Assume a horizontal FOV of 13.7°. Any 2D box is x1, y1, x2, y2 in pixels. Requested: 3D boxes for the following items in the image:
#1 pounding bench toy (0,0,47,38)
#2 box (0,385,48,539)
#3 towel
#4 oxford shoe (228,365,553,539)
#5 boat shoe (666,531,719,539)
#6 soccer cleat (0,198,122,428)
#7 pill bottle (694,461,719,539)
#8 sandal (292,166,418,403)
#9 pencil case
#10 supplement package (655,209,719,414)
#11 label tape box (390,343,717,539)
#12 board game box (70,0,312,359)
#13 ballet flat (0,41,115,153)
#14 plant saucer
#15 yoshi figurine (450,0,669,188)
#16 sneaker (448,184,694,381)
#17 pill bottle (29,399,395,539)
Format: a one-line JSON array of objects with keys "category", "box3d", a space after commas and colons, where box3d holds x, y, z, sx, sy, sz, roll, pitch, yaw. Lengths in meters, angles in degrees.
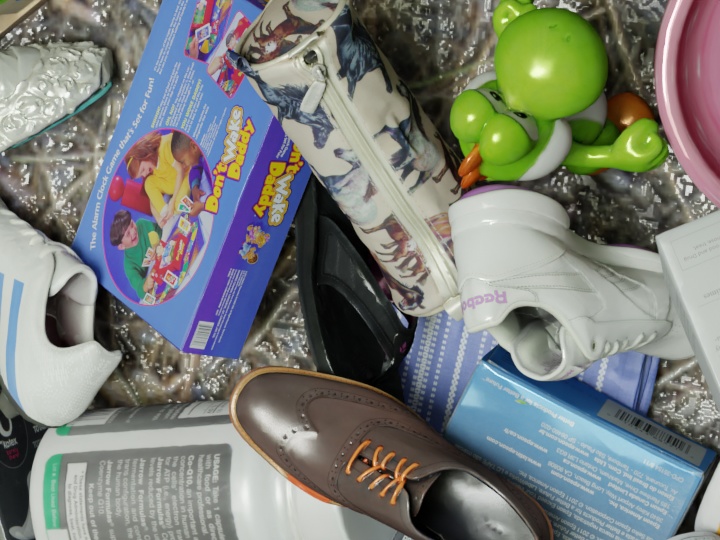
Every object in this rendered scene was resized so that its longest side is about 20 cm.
[{"category": "pounding bench toy", "box3d": [-0.281, -0.230, 1.777, 0.124, 0.156, 0.200, -36, 85, 19]}, {"category": "box", "box3d": [-0.232, 0.164, 1.830, 0.106, 0.122, 0.200, -15, 92, 21]}, {"category": "towel", "box3d": [0.071, 0.081, 1.777, 0.200, 0.024, 0.145, 15, 103, 18]}, {"category": "oxford shoe", "box3d": [0.018, 0.108, 1.658, 0.200, 0.073, 0.071, 26, 85, 4]}, {"category": "boat shoe", "box3d": [0.183, 0.232, 1.678, 0.072, 0.071, 0.200, -11, 138, -3]}, {"category": "soccer cleat", "box3d": [-0.199, 0.001, 1.803, 0.086, 0.070, 0.200, -42, 58, 24]}, {"category": "pill bottle", "box3d": [0.296, 0.144, 1.656, 0.200, 0.116, 0.116, 28, 105, 13]}, {"category": "sandal", "box3d": [-0.001, -0.001, 1.733, 0.048, 0.075, 0.200, -19, 74, 34]}, {"category": "pencil case", "box3d": [0.007, -0.066, 1.660, 0.078, 0.089, 0.200, -27, 116, 17]}, {"category": "supplement package", "box3d": [0.246, 0.062, 1.562, 0.117, 0.117, 0.200, -22, 75, 3]}, {"category": "label tape box", "box3d": [0.095, 0.163, 1.728, 0.144, 0.063, 0.200, 28, 105, 7]}, {"category": "board game box", "box3d": [-0.090, -0.067, 1.760, 0.134, 0.045, 0.200, 36, 110, 45]}, {"category": "ballet flat", "box3d": [-0.244, -0.093, 1.802, 0.200, 0.072, 0.072, -30, 87, 2]}, {"category": "plant saucer", "box3d": [0.262, -0.113, 1.651, 0.200, 0.051, 0.201, 0, 100, 2]}, {"category": "yoshi figurine", "box3d": [0.112, -0.101, 1.641, 0.112, 0.200, 0.112, 3, 97, 18]}, {"category": "sneaker", "box3d": [0.119, 0.026, 1.651, 0.075, 0.200, 0.100, -22, 57, 41]}, {"category": "pill bottle", "box3d": [-0.085, 0.133, 1.775, 0.200, 0.113, 0.113, -5, 96, 24]}]
